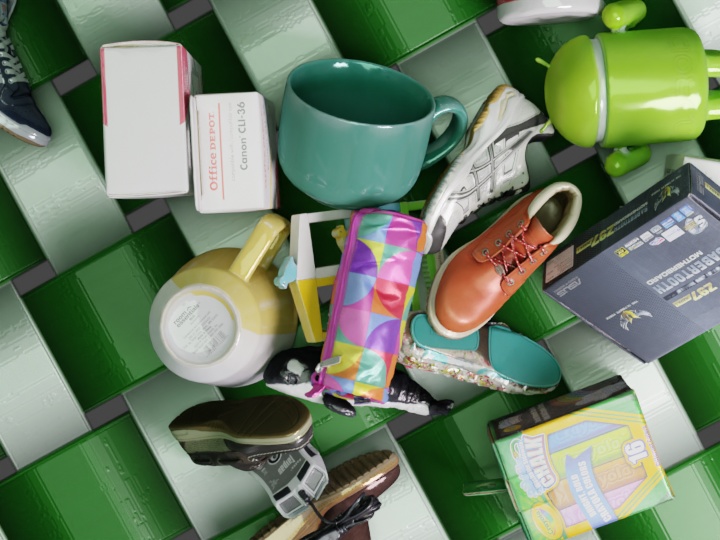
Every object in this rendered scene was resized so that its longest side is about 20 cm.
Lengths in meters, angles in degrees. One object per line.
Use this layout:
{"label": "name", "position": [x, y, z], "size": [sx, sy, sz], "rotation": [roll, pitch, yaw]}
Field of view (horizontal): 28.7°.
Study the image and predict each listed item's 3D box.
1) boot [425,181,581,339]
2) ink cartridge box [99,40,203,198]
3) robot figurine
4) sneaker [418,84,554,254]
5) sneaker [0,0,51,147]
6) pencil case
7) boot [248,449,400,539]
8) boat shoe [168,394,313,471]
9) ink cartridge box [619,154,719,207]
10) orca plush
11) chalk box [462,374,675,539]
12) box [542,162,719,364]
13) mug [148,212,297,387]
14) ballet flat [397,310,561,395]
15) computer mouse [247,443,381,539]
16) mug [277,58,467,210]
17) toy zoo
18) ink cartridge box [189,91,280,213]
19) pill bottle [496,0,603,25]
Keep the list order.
{"label": "boot", "position": [0.146, -0.015, 1.422], "size": [0.075, 0.107, 0.200], "rotation": [44, 73, -4]}
{"label": "ink cartridge box", "position": [-0.206, -0.148, 1.420], "size": [0.082, 0.200, 0.148], "rotation": [-3, 93, -1]}
{"label": "robot figurine", "position": [0.279, -0.186, 1.431], "size": [0.199, 0.116, 0.177], "rotation": [-4, 106, 1]}
{"label": "sneaker", "position": [0.131, -0.093, 1.456], "size": [0.087, 0.076, 0.201], "rotation": [33, 83, -5]}
{"label": "sneaker", "position": [-0.382, -0.230, 1.489], "size": [0.200, 0.070, 0.109], "rotation": [43, 96, 3]}
{"label": "pencil case", "position": [0.008, 0.037, 1.393], "size": [0.088, 0.088, 0.201], "rotation": [13, 85, 2]}
{"label": "boot", "position": [-0.005, 0.304, 1.511], "size": [0.200, 0.072, 0.167], "rotation": [-36, 103, 3]}
{"label": "boat shoe", "position": [-0.117, 0.174, 1.464], "size": [0.200, 0.072, 0.066], "rotation": [-5, 119, 43]}
{"label": "ink cartridge box", "position": [0.373, -0.077, 1.433], "size": [0.199, 0.117, 0.068], "rotation": [9, 95, 2]}
{"label": "orca plush", "position": [0.004, 0.105, 1.463], "size": [0.199, 0.105, 0.071], "rotation": [17, 109, 1]}
{"label": "chalk box", "position": [0.204, 0.205, 1.455], "size": [0.199, 0.124, 0.124], "rotation": [-21, 92, 5]}
{"label": "box", "position": [0.304, -0.001, 1.398], "size": [0.157, 0.051, 0.200], "rotation": [33, 133, -24]}
{"label": "mug", "position": [-0.149, 0.034, 1.446], "size": [0.148, 0.153, 0.188], "rotation": [1, 92, 6]}
{"label": "ballet flat", "position": [0.116, 0.088, 1.476], "size": [0.199, 0.064, 0.076], "rotation": [20, 59, -22]}
{"label": "computer mouse", "position": [-0.062, 0.220, 1.468], "size": [0.110, 0.200, 0.044], "rotation": [-46, 134, 5]}
{"label": "mug", "position": [0.006, -0.128, 1.431], "size": [0.184, 0.152, 0.115], "rotation": [16, 122, 6]}
{"label": "toy zoo", "position": [0.000, 0.000, 1.453], "size": [0.199, 0.020, 0.132], "rotation": [-9, 93, -30]}
{"label": "ink cartridge box", "position": [-0.125, -0.117, 1.416], "size": [0.067, 0.200, 0.117], "rotation": [-4, 93, 3]}
{"label": "pill bottle", "position": [0.188, -0.356, 1.431], "size": [0.110, 0.111, 0.201], "rotation": [-4, 93, 3]}
